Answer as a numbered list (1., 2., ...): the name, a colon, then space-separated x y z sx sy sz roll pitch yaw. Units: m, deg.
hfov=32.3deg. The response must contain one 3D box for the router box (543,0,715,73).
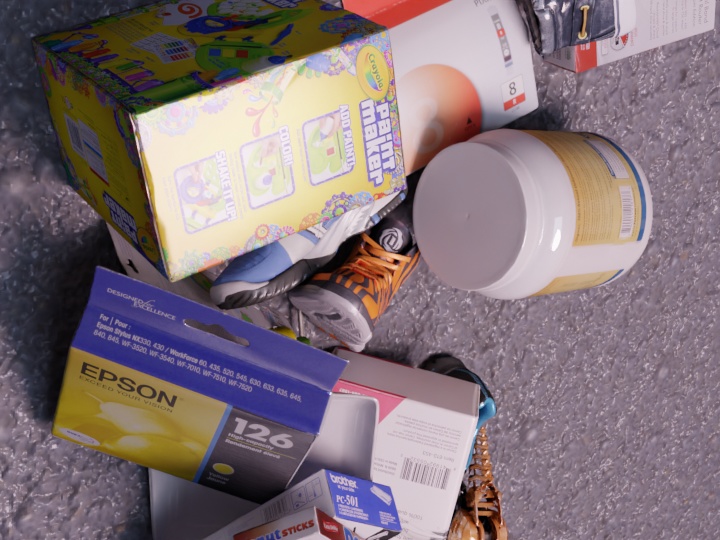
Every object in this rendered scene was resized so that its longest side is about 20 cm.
1. router box: 0.249 -0.304 1.136 0.177 0.049 0.203 -20 121 -26

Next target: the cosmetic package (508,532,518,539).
1. cosmetic package: 0.082 0.377 1.330 0.197 0.052 0.153 -17 118 -27

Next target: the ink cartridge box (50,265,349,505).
1. ink cartridge box: -0.128 0.098 0.942 0.195 0.048 0.201 21 145 -6

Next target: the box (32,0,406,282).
1. box: -0.102 -0.113 0.885 0.190 0.200 0.124 -22 122 -23

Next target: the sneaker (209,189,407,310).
1. sneaker: -0.052 -0.041 1.004 0.200 0.075 0.078 -42 107 -29

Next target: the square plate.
1. square plate: -0.084 0.169 1.062 0.196 0.029 0.201 5 124 4

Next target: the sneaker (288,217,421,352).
1. sneaker: 0.000 0.000 1.044 0.077 0.200 0.113 32 84 2

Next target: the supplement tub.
1. supplement tub: 0.154 -0.051 1.100 0.198 0.144 0.147 -5 115 -48

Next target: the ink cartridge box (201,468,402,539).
1. ink cartridge box: -0.071 0.234 1.037 0.199 0.045 0.093 -33 146 25

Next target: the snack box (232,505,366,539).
1. snack box: -0.026 0.236 0.992 0.071 0.025 0.200 -21 148 13

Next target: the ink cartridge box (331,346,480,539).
1. ink cartridge box: 0.017 0.192 1.139 0.142 0.084 0.203 14 107 3

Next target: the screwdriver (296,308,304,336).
1. screwdriver: -0.055 -0.017 1.075 0.029 0.027 0.203 -44 137 -47

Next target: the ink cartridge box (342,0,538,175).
1. ink cartridge box: 0.071 -0.203 1.061 0.161 0.050 0.203 -28 127 -22

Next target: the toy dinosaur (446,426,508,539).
1. toy dinosaur: 0.110 0.263 1.228 0.101 0.135 0.202 29 83 -24

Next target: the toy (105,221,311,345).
1. toy: -0.123 0.044 1.002 0.198 0.115 0.047 26 108 -39

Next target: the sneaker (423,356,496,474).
1. sneaker: 0.058 0.184 1.206 0.073 0.082 0.202 22 98 -40

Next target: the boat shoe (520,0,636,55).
1. boat shoe: 0.171 -0.278 1.031 0.089 0.071 0.203 -18 119 -3
